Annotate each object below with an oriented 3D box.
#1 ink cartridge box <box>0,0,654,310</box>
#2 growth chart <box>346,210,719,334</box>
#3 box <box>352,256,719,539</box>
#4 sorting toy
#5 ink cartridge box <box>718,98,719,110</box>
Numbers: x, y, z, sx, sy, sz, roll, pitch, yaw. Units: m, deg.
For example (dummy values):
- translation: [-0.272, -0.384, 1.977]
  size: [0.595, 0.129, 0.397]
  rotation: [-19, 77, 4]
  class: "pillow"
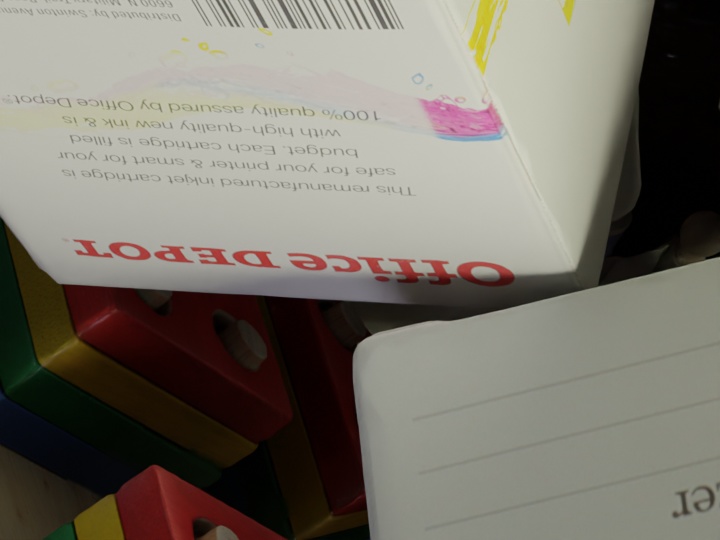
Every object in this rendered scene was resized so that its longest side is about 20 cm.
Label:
- translation: [-0.019, -0.083, 0.560]
  size: [0.128, 0.126, 0.200]
  rotation: [4, 153, 21]
  class: "ink cartridge box"
- translation: [0.000, 0.000, 0.775]
  size: [0.199, 0.018, 0.145]
  rotation: [9, 150, -23]
  class: "growth chart"
- translation: [0.126, 0.086, 0.592]
  size: [0.198, 0.131, 0.200]
  rotation: [-15, 150, 14]
  class: "box"
- translation: [-0.026, 0.067, 0.685]
  size: [0.069, 0.201, 0.199]
  rotation: [-35, 139, 18]
  class: "sorting toy"
- translation: [0.158, -0.041, 0.616]
  size: [0.115, 0.068, 0.200]
  rotation: [-10, 145, 38]
  class: "ink cartridge box"
